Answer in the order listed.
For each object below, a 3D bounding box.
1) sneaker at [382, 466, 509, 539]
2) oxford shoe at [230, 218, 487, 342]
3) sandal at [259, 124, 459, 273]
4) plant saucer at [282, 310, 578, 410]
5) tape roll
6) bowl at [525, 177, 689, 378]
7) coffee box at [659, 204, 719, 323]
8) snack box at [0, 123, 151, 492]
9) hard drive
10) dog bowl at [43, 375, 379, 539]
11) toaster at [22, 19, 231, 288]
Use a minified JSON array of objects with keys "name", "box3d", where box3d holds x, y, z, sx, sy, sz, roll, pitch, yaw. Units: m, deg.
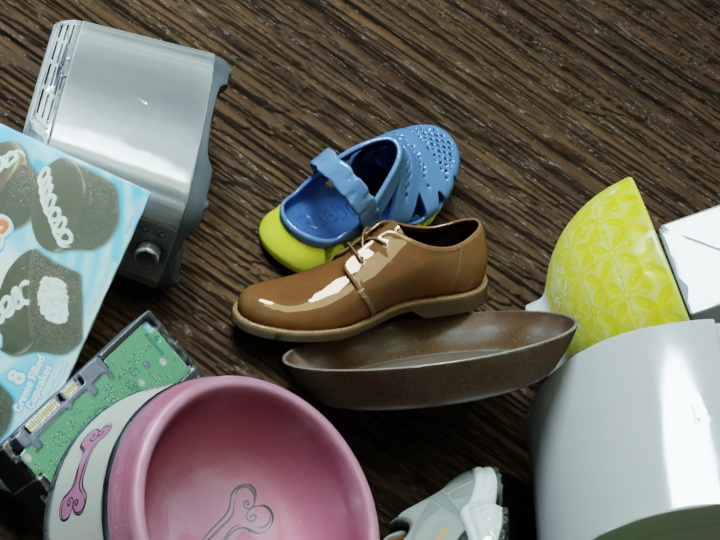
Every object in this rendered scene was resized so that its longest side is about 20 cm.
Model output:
[{"name":"sneaker","box3d":[0.051,0.163,0.987,0.078,0.200,0.075,-1,90,4]},{"name":"oxford shoe","box3d":[0.000,0.000,1.138,0.198,0.072,0.071,-13,34,-25]},{"name":"sandal","box3d":[0.014,-0.067,1.211,0.079,0.087,0.200,42,43,13]},{"name":"plant saucer","box3d":[0.048,0.060,1.076,0.199,0.199,0.035,-13,98,-36]},{"name":"tape roll","box3d":[0.212,0.150,1.050,0.201,0.203,0.140,14,48,-17]},{"name":"bowl","box3d":[0.183,0.045,1.174,0.107,0.200,0.201,-20,54,8]},{"name":"coffee box","box3d":[0.296,0.030,1.184,0.112,0.200,0.080,-19,55,8]},{"name":"snack box","box3d":[-0.220,0.020,0.983,0.115,0.037,0.201,24,72,-7]},{"name":"hard drive","box3d":[-0.109,0.141,0.958,0.200,0.038,0.140,50,45,-8]},{"name":"dog bowl","box3d":[-0.073,0.149,0.908,0.199,0.074,0.202,19,56,-31]},{"name":"toaster","box3d":[-0.166,-0.091,1.114,0.128,0.114,0.201,16,48,-12]}]
